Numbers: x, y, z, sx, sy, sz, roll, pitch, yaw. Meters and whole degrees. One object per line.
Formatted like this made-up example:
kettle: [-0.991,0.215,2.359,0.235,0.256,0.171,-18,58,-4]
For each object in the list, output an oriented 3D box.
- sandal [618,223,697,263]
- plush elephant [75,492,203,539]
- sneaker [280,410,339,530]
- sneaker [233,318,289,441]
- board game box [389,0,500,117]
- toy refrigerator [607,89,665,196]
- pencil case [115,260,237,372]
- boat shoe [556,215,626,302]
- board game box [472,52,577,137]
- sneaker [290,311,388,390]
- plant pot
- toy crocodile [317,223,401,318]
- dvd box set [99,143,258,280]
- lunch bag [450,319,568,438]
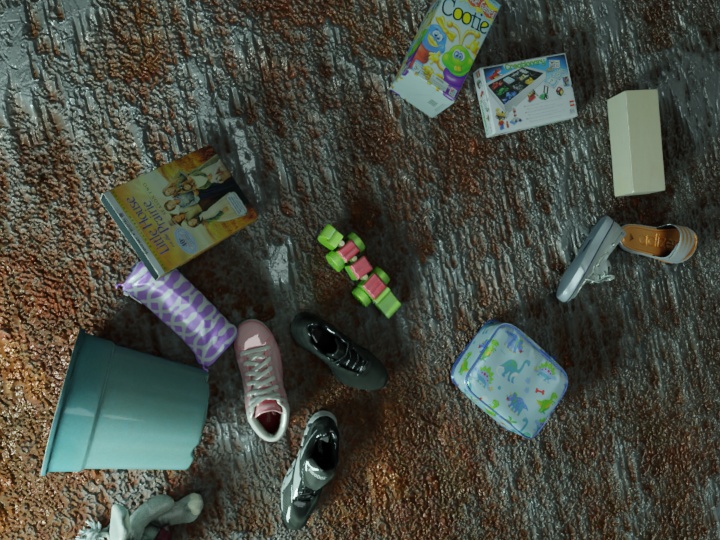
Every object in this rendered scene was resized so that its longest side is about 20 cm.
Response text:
sandal: [0.636,-0.058,1.171,0.203,0.059,0.081,3,89,-16]
plush elephant: [-0.331,0.429,0.831,0.197,0.155,0.168,14,86,-16]
sneaker: [-0.083,0.342,0.939,0.066,0.090,0.203,21,84,-14]
sneaker: [-0.158,0.181,0.913,0.074,0.105,0.204,-11,91,-14]
board game box: [0.150,-0.401,1.008,0.102,0.105,0.202,28,81,-14]
toy refrigerator: [0.563,-0.259,1.149,0.074,0.070,0.204,-6,90,-9]
pencil case: [-0.286,0.061,0.885,0.200,0.084,0.086,46,67,-12]
boat shoe: [0.470,-0.006,1.112,0.086,0.075,0.203,35,73,4]
board game box: [0.324,-0.344,1.095,0.197,0.035,0.129,-15,94,-16]
sneaker: [-0.031,0.147,0.957,0.199,0.091,0.077,34,79,-15]
plant pot: [-0.337,0.206,0.824,0.193,0.200,0.204,16,85,-23]
toy crocodile: [0.000,0.000,0.982,0.067,0.062,0.201,-40,100,-13]
dvd box set: [-0.276,-0.097,0.875,0.199,0.029,0.148,-37,96,-37]
lunch bag: [0.283,0.201,1.053,0.199,0.082,0.162,39,80,-13]
